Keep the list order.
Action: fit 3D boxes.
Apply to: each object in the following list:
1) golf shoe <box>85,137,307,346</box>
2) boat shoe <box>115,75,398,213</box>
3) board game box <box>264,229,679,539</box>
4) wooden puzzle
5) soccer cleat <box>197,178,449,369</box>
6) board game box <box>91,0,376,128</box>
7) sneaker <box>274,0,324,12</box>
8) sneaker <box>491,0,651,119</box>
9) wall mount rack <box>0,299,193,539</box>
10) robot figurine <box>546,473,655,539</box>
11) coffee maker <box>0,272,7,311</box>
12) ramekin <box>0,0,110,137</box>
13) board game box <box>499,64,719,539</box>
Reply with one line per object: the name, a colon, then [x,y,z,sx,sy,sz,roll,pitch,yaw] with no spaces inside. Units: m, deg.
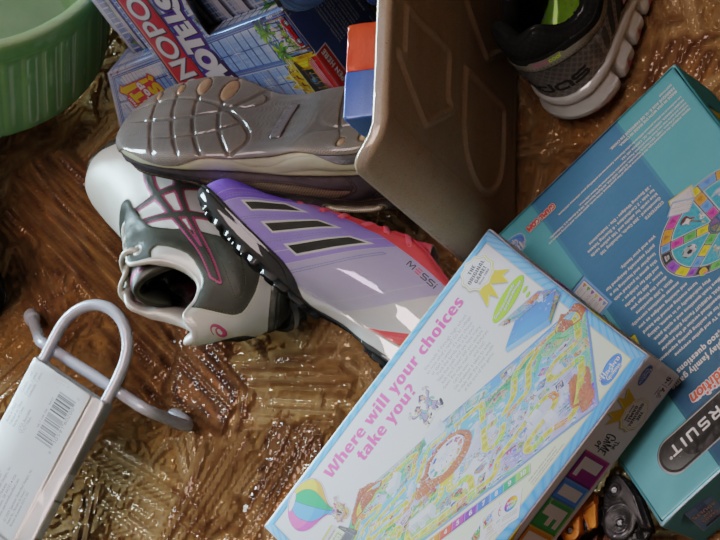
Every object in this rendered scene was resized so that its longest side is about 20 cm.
golf shoe: [-0.116,-0.021,1.497,0.200,0.088,0.077,33,135,42]
boat shoe: [-0.053,-0.061,1.445,0.200,0.073,0.075,7,46,34]
board game box: [0.054,0.094,1.299,0.200,0.034,0.134,-53,48,5]
wooden puzzle: [0.038,-0.120,1.364,0.046,0.185,0.200,-1,72,25]
soccer cleat: [0.000,0.000,1.397,0.200,0.068,0.073,36,86,12]
board game box: [-0.095,-0.146,1.497,0.200,0.200,0.062,-15,31,45]
sneaker: [0.007,-0.200,1.414,0.078,0.200,0.075,-20,97,39]
sneaker: [0.125,-0.188,1.389,0.074,0.087,0.200,12,81,39]
wall mount rack: [-0.197,0.105,1.539,0.174,0.075,0.200,30,92,36]
robot figurine: [0.099,0.200,1.285,0.145,0.058,0.200,-12,67,33]
coffee maker: [-0.305,-0.061,1.638,0.192,0.135,0.200,-39,55,19]
ramekin: [-0.251,-0.176,1.601,0.200,0.098,0.200,1,50,-2]
board game box: [0.170,0.016,1.306,0.151,0.047,0.200,-44,53,16]
